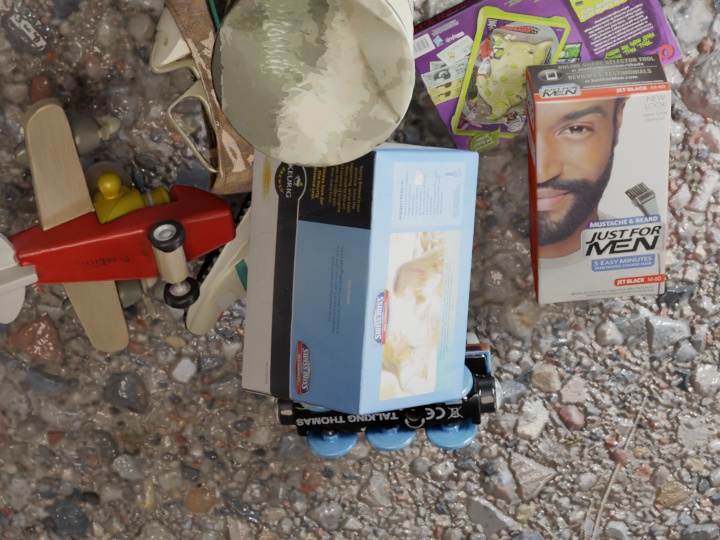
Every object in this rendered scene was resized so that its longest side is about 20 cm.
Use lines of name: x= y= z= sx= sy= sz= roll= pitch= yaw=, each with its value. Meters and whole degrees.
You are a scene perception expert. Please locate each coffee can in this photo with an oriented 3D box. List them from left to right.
coffee can: x=-0.030 y=-0.185 z=1.228 sx=0.145 sy=0.200 sz=0.148 roll=1 pitch=118 yaw=1

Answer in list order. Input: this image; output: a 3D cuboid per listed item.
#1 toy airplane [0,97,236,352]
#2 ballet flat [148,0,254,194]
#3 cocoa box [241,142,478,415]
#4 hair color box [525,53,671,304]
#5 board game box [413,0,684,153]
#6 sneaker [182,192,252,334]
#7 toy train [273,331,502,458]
toy airplane: x=-0.227 y=-0.034 z=1.351 sx=0.198 sy=0.142 sz=0.200 roll=29 pitch=125 yaw=-24
ballet flat: x=-0.128 y=-0.153 z=1.299 sx=0.067 sy=0.068 sz=0.202 roll=-21 pitch=97 yaw=-8
cocoa box: x=0.000 y=0.000 z=1.279 sx=0.130 sy=0.133 sz=0.202 roll=9 pitch=98 yaw=40
hair color box: x=0.194 y=-0.072 z=1.342 sx=0.110 sy=0.064 sz=0.201 roll=-5 pitch=125 yaw=2
board game box: x=0.146 y=-0.182 z=1.322 sx=0.199 sy=0.032 sz=0.121 roll=-24 pitch=112 yaw=14
sneaker: x=-0.075 y=-0.010 z=1.396 sx=0.093 sy=0.070 sz=0.200 roll=31 pitch=112 yaw=-9
toy train: x=0.023 y=0.096 z=1.425 sx=0.198 sy=0.115 sz=0.087 roll=-5 pitch=131 yaw=5
